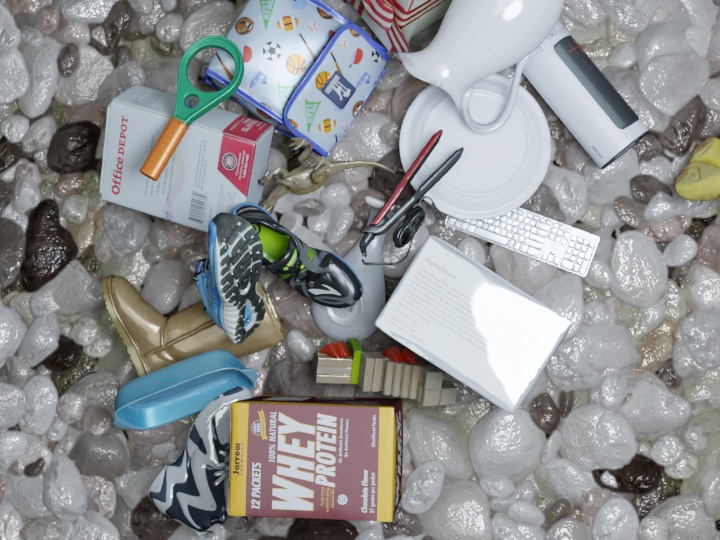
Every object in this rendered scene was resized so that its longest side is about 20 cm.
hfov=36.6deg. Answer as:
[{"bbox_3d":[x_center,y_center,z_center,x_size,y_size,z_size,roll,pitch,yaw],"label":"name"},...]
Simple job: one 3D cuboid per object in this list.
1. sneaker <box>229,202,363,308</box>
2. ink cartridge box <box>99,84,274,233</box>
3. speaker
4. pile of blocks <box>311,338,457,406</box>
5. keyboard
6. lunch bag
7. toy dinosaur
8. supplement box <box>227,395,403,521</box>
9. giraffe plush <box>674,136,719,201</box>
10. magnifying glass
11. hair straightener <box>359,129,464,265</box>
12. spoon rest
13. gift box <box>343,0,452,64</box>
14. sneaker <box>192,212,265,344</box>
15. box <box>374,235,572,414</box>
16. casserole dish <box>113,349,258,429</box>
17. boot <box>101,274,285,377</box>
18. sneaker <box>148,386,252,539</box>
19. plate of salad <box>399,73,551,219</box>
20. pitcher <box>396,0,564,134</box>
[{"bbox_3d":[-0.086,-0.009,1.380,0.199,0.083,0.071,35,103,-14],"label":"sneaker"},{"bbox_3d":[-0.229,-0.143,1.429,0.199,0.083,0.146,18,119,7],"label":"ink cartridge box"},{"bbox_3d":[0.281,-0.233,1.416,0.081,0.081,0.200,-37,83,2],"label":"speaker"},{"bbox_3d":[0.031,0.118,1.402,0.199,0.082,0.062,11,109,12],"label":"pile of blocks"},{"bbox_3d":[0.214,-0.052,1.443,0.199,0.011,0.057,21,88,7],"label":"keyboard"},{"bbox_3d":[-0.082,-0.269,1.437,0.200,0.124,0.170,34,89,-9],"label":"lunch bag"},{"bbox_3d":[-0.061,-0.131,1.433,0.199,0.101,0.058,-22,65,3],"label":"toy dinosaur"},{"bbox_3d":[-0.048,0.228,1.354,0.196,0.200,0.134,1,86,6],"label":"supplement box"},{"bbox_3d":[0.518,-0.090,1.356,0.172,0.200,0.162,-40,112,-2],"label":"giraffe plush"},{"bbox_3d":[-0.214,-0.202,1.356,0.079,0.022,0.201,28,80,8],"label":"magnifying glass"},{"bbox_3d":[0.071,-0.080,1.378,0.077,0.041,0.200,37,79,4],"label":"hair straightener"},{"bbox_3d":[0.000,0.000,1.446,0.099,0.061,0.201,21,101,8],"label":"spoon rest"},{"bbox_3d":[0.059,-0.397,1.393,0.186,0.200,0.185,-34,76,-20],"label":"gift box"},{"bbox_3d":[-0.175,0.006,1.343,0.090,0.201,0.078,28,50,22],"label":"sneaker"},{"bbox_3d":[0.138,0.067,1.347,0.199,0.199,0.131,32,90,7],"label":"box"},{"bbox_3d":[-0.232,0.154,1.424,0.199,0.121,0.039,-21,66,5],"label":"casserole dish"},{"bbox_3d":[-0.223,0.052,1.456,0.199,0.066,0.176,-24,96,4],"label":"boot"},{"bbox_3d":[-0.174,0.260,1.413,0.129,0.079,0.199,39,91,19],"label":"sneaker"},{"bbox_3d":[0.150,-0.164,1.436,0.199,0.048,0.201,0,82,0],"label":"plate of salad"},{"bbox_3d":[0.170,-0.282,1.354,0.200,0.121,0.171,-44,121,11],"label":"pitcher"}]
